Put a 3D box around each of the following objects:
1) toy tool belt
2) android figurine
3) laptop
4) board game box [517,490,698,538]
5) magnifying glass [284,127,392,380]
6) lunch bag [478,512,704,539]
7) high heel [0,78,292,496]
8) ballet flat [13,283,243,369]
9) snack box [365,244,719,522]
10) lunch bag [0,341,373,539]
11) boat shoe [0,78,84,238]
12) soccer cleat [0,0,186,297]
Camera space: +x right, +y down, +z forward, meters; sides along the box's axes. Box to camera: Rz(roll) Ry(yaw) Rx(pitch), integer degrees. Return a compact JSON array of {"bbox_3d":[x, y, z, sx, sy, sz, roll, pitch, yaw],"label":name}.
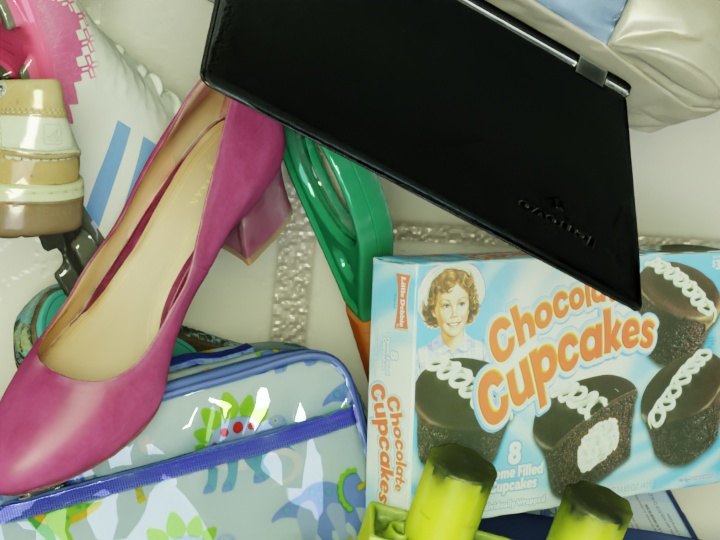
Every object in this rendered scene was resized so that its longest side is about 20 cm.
[{"bbox_3d":[0.088,-0.154,0.756,0.199,0.125,0.124,27,73,-21],"label":"toy tool belt"},{"bbox_3d":[0.043,0.176,0.765,0.180,0.041,0.202,17,110,-7],"label":"android figurine"},{"bbox_3d":[0.006,-0.063,0.720,0.186,0.200,0.117,27,73,-18],"label":"laptop"},{"bbox_3d":[0.076,0.159,0.948,0.198,0.043,0.201,-28,117,8],"label":"board game box"},{"bbox_3d":[0.000,0.000,0.838,0.022,0.080,0.201,-26,130,-15],"label":"magnifying glass"},{"bbox_3d":[0.115,0.196,0.870,0.198,0.136,0.133,9,116,-8],"label":"lunch bag"},{"bbox_3d":[-0.101,-0.001,0.741,0.067,0.201,0.097,19,146,26],"label":"high heel"},{"bbox_3d":[-0.082,0.067,0.878,0.199,0.074,0.074,30,112,-15],"label":"ballet flat"},{"bbox_3d":[0.092,0.049,0.824,0.198,0.037,0.118,-3,97,-36],"label":"snack box"},{"bbox_3d":[-0.086,0.120,0.802,0.198,0.082,0.162,-12,97,-14],"label":"lunch bag"},{"bbox_3d":[-0.185,-0.069,0.746,0.199,0.071,0.077,14,106,37],"label":"boat shoe"},{"bbox_3d":[-0.118,-0.073,0.791,0.086,0.070,0.201,-37,132,-28],"label":"soccer cleat"}]
